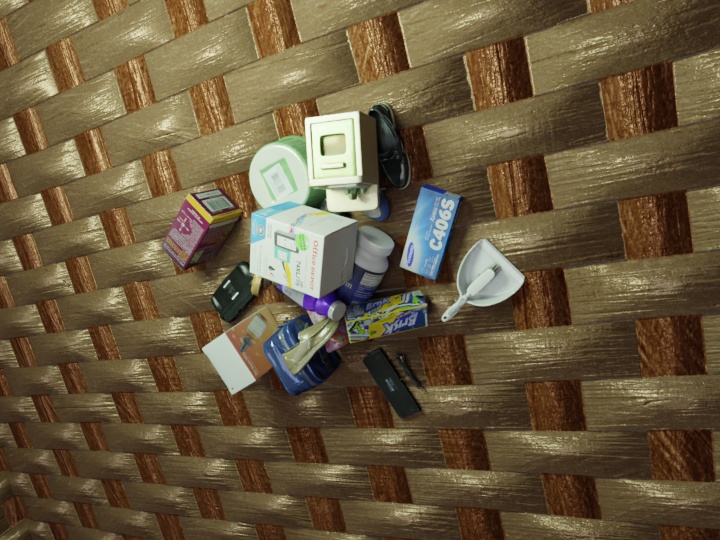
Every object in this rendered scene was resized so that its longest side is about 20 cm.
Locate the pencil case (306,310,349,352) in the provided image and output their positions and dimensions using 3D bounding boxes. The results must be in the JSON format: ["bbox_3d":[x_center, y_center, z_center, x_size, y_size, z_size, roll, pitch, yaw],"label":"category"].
[{"bbox_3d":[-0.095,0.113,1.371,0.087,0.087,0.202,-26,94,29],"label":"pencil case"}]

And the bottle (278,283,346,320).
[{"bbox_3d":[-0.117,0.055,1.260,0.199,0.065,0.085,30,110,36],"label":"bottle"}]

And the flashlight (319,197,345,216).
[{"bbox_3d":[-0.098,-0.081,1.323,0.068,0.067,0.201,48,118,35],"label":"flashlight"}]

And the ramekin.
[{"bbox_3d":[-0.180,-0.230,1.291,0.197,0.098,0.203,8,110,22],"label":"ramekin"}]

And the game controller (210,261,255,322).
[{"bbox_3d":[-0.365,0.065,1.511,0.200,0.042,0.105,-43,72,29],"label":"game controller"}]

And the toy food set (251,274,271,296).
[{"bbox_3d":[-0.245,-0.044,1.337,0.048,0.198,0.203,6,108,-8],"label":"toy food set"}]

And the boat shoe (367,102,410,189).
[{"bbox_3d":[0.061,-0.281,1.181,0.074,0.066,0.202,-6,103,26],"label":"boat shoe"}]

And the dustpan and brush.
[{"bbox_3d":[0.260,0.045,1.196,0.140,0.057,0.200,44,119,6],"label":"dustpan and brush"}]

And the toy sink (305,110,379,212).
[{"bbox_3d":[-0.039,-0.230,1.127,0.129,0.112,0.203,0,97,21],"label":"toy sink"}]

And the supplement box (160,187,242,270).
[{"bbox_3d":[-0.438,-0.116,1.430,0.103,0.131,0.200,44,118,8],"label":"supplement box"}]

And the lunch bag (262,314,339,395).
[{"bbox_3d":[-0.157,0.217,1.401,0.132,0.136,0.201,-34,89,29],"label":"lunch bag"}]

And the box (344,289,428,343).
[{"bbox_3d":[0.061,0.110,1.248,0.197,0.065,0.071,-12,124,-4],"label":"box"}]

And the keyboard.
[{"bbox_3d":[0.099,0.292,1.374,0.127,0.021,0.201,-33,92,35],"label":"keyboard"}]

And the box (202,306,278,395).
[{"bbox_3d":[-0.306,0.217,1.434,0.106,0.200,0.153,-32,92,29],"label":"box"}]

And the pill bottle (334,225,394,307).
[{"bbox_3d":[0.000,0.000,1.272,0.115,0.116,0.202,33,116,12],"label":"pill bottle"}]

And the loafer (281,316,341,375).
[{"bbox_3d":[-0.121,0.169,1.290,0.067,0.076,0.201,40,84,-5],"label":"loafer"}]

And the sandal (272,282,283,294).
[{"bbox_3d":[-0.204,-0.020,1.393,0.081,0.055,0.202,27,116,14],"label":"sandal"}]

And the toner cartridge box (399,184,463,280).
[{"bbox_3d":[0.164,-0.088,1.209,0.094,0.043,0.202,21,114,19],"label":"toner cartridge box"}]

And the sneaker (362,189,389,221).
[{"bbox_3d":[-0.014,-0.192,1.233,0.200,0.088,0.075,49,117,2],"label":"sneaker"}]

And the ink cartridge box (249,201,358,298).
[{"bbox_3d":[-0.128,-0.053,1.176,0.198,0.146,0.149,18,115,25],"label":"ink cartridge box"}]
